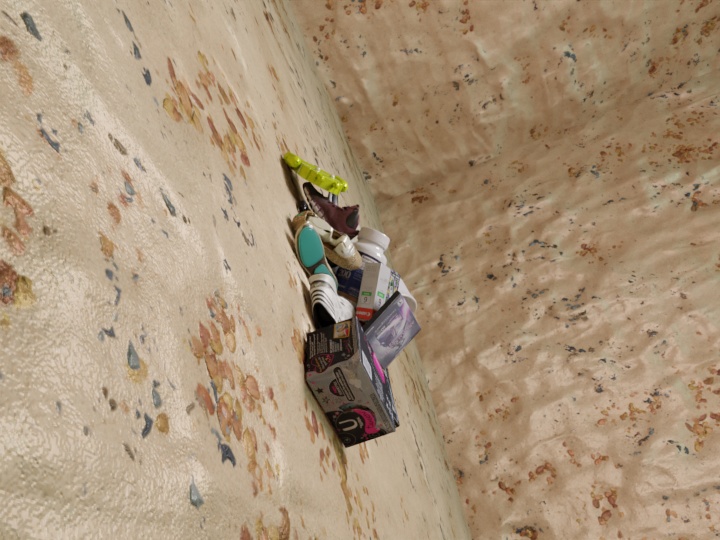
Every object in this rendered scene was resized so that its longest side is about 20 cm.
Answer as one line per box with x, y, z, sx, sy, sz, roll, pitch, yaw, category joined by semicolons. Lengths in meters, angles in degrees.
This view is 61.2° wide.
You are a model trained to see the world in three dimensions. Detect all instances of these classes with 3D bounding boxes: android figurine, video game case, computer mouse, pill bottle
-0.114;-0.250;1.581;0.179;0.042;0.200;24;10;-29;android figurine
0.071;0.147;1.453;0.019;0.143;0.201;38;-10;35;video game case
-0.109;-0.071;1.525;0.140;0.052;0.201;61;0;-43;computer mouse
0.000;0.000;1.525;0.204;0.109;0.111;-67;161;-11;pill bottle

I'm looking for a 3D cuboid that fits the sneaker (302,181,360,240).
-0.064;-0.162;1.586;0.203;0.114;0.076;61;1;8;sneaker

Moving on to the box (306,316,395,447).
-0.020;0.219;1.178;0.133;0.112;0.202;-96;164;-56;box

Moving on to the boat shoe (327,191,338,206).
-0.065;-0.120;1.659;0.076;0.059;0.205;-150;-118;-82;boat shoe

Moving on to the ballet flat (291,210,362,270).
-0.069;-0.070;1.412;0.198;0.065;0.072;32;58;-17;ballet flat

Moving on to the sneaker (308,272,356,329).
-0.066;0.108;1.356;0.202;0.074;0.117;58;26;-47;sneaker

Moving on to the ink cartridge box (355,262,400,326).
0.037;0.094;1.445;0.108;0.049;0.205;28;69;-56;ink cartridge box

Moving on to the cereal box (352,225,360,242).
-0.035;-0.059;1.791;0.200;0.039;0.147;57;51;-62;cereal box

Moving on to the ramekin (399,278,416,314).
0.054;0.098;1.746;0.099;0.197;0.201;65;3;35;ramekin

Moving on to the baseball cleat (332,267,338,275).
-0.018;0.048;1.632;0.070;0.105;0.203;54;14;-53;baseball cleat

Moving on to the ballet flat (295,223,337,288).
-0.110;-0.023;1.392;0.062;0.067;0.203;33;-31;52;ballet flat

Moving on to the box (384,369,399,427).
0.047;0.312;1.677;0.202;0.049;0.159;-101;169;-45;box
